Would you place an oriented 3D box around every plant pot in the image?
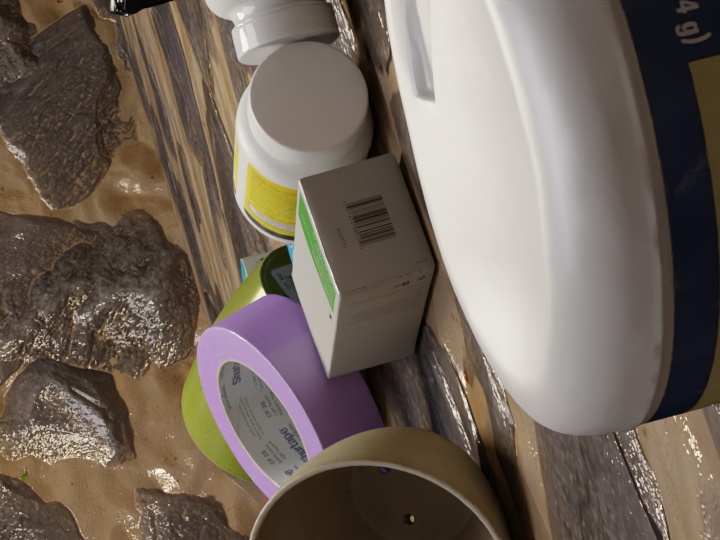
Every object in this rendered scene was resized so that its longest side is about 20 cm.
[{"bbox_3d":[-0.068,0.075,1.969,0.200,0.186,0.188,107,150,-47],"label":"plant pot"}]

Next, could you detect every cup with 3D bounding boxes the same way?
[{"bbox_3d":[0.027,0.198,1.546,0.143,0.199,0.201,-64,-34,-64],"label":"cup"}]

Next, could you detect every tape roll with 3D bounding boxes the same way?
[{"bbox_3d":[-0.061,0.124,1.806,0.200,0.065,0.201,42,149,33],"label":"tape roll"}]

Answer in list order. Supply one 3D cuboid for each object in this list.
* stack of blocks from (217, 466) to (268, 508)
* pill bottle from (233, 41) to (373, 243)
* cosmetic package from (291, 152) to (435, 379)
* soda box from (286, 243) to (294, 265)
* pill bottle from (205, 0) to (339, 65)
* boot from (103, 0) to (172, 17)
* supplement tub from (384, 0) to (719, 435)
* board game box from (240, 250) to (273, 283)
[{"bbox_3d":[-0.089,0.252,2.383,0.200,0.059,0.115,46,-173,-29],"label":"stack of blocks"},{"bbox_3d":[-0.048,-0.105,1.683,0.200,0.114,0.115,104,150,-72],"label":"pill bottle"},{"bbox_3d":[0.000,0.000,1.648,0.200,0.084,0.108,100,152,-66],"label":"cosmetic package"},{"bbox_3d":[-0.024,-0.013,1.826,0.064,0.068,0.201,111,144,-72],"label":"soda box"},{"bbox_3d":[-0.083,-0.273,1.636,0.113,0.112,0.201,130,126,-79],"label":"pill bottle"},{"bbox_3d":[-0.172,-0.296,1.978,0.200,0.167,0.077,-162,57,-80],"label":"boot"},{"bbox_3d":[0.117,-0.054,0.464,0.144,0.199,0.145,165,90,-81],"label":"supplement tub"},{"bbox_3d":[-0.081,0.098,2.376,0.148,0.064,0.201,88,165,-51],"label":"board game box"}]
